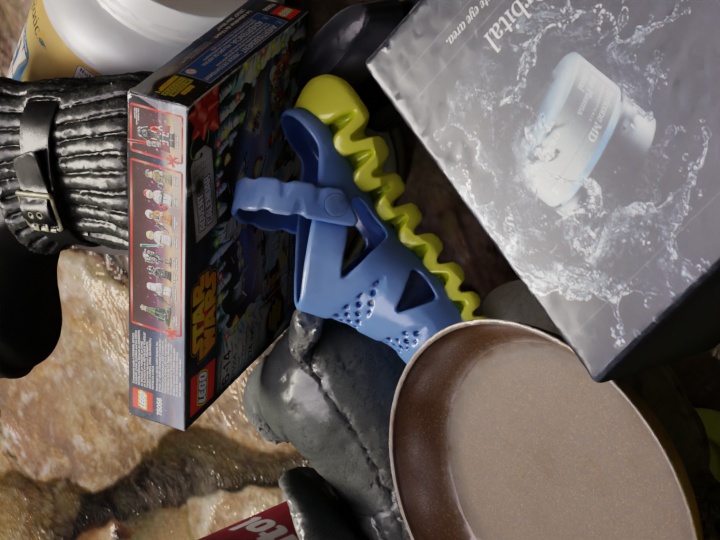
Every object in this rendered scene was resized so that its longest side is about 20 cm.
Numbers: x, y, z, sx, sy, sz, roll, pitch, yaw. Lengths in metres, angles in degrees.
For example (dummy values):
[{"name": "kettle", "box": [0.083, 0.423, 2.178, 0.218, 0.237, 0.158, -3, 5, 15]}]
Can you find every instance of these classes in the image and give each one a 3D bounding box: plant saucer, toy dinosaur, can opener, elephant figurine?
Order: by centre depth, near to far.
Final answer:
[{"name": "plant saucer", "box": [0.095, 0.113, 1.279, 0.200, 0.032, 0.201, 25, 128, 37]}, {"name": "toy dinosaur", "box": [0.125, 0.065, 1.302, 0.088, 0.047, 0.200, -23, 74, 17]}, {"name": "can opener", "box": [0.051, -0.137, 1.380, 0.200, 0.079, 0.063, -35, 77, 40]}, {"name": "elephant figurine", "box": [0.024, 0.121, 1.465, 0.141, 0.155, 0.200, -36, 72, 50]}]

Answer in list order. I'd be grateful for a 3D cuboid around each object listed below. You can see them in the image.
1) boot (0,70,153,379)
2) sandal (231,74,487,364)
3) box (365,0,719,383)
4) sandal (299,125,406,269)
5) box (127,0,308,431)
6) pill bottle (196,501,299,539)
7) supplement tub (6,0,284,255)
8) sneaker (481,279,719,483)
[{"name": "boot", "box": [-0.165, -0.020, 1.479, 0.157, 0.079, 0.211, 5, 129, 20]}, {"name": "sandal", "box": [0.000, 0.000, 1.385, 0.200, 0.087, 0.079, 57, 164, 6]}, {"name": "box", "box": [0.142, -0.090, 1.210, 0.197, 0.117, 0.200, -47, 69, 33]}, {"name": "sandal", "box": [-0.026, -0.040, 1.516, 0.080, 0.057, 0.201, 42, 134, 31]}, {"name": "box", "box": [-0.077, -0.031, 1.425, 0.040, 0.137, 0.200, 16, 124, 21]}, {"name": "pill bottle", "box": [-0.071, 0.211, 1.567, 0.113, 0.200, 0.113, 24, 124, 42]}, {"name": "supplement tub", "box": [-0.129, -0.121, 1.533, 0.145, 0.144, 0.200, 51, 138, 22]}, {"name": "sneaker", "box": [0.130, 0.094, 1.374, 0.200, 0.076, 0.105, 42, 135, 30]}]
